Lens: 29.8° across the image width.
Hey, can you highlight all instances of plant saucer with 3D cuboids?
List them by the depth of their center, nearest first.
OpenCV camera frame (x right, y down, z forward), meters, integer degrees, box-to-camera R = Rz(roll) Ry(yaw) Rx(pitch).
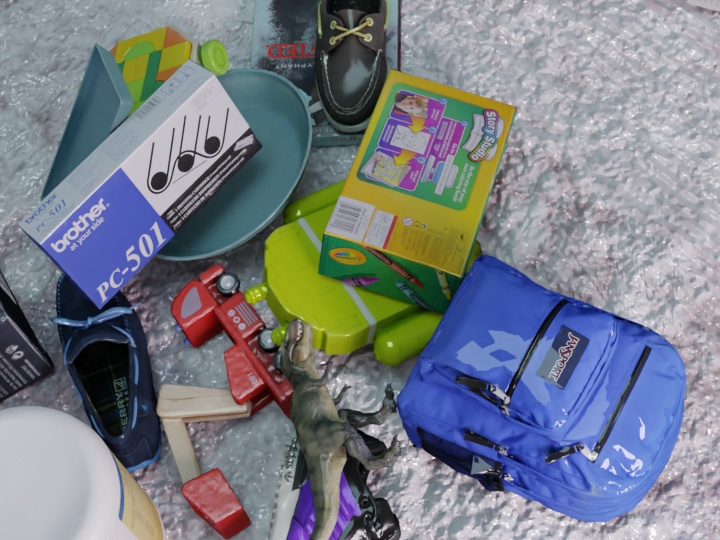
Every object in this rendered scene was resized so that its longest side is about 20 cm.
[{"bbox_3d":[-0.240,-0.102,1.184,0.019,0.200,0.070,-6,55,-35],"label":"plant saucer"},{"bbox_3d":[-0.125,-0.089,1.211,0.199,0.036,0.201,-13,57,21],"label":"plant saucer"}]

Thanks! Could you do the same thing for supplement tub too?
[{"bbox_3d":[-0.227,0.200,1.011,0.144,0.200,0.145,-3,62,6],"label":"supplement tub"}]

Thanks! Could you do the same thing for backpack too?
[{"bbox_3d":[0.144,0.097,1.033,0.199,0.168,0.163,27,76,15],"label":"backpack"}]

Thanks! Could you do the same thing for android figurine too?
[{"bbox_3d":[0.000,0.000,1.149,0.199,0.041,0.182,-27,62,-21],"label":"android figurine"}]

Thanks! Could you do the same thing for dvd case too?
[{"bbox_3d":[-0.033,-0.208,1.289,0.145,0.022,0.201,-1,65,7],"label":"dvd case"}]

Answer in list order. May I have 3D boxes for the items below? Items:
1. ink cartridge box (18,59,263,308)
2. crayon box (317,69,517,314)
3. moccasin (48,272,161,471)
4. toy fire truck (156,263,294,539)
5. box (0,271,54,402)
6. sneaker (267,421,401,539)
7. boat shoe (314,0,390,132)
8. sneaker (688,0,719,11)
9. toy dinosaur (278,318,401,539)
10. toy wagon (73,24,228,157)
[{"bbox_3d":[-0.181,-0.072,1.135,0.200,0.094,0.044,-46,47,-12],"label":"ink cartridge box"},{"bbox_3d":[0.051,-0.070,1.145,0.118,0.058,0.201,18,54,5],"label":"crayon box"},{"bbox_3d":[-0.212,0.070,1.147,0.080,0.068,0.200,-27,61,-6],"label":"moccasin"},{"bbox_3d":[-0.117,0.105,1.128,0.141,0.049,0.200,-35,65,-10],"label":"toy fire truck"},{"bbox_3d":[-0.405,0.042,1.163,0.199,0.118,0.197,-32,64,-7],"label":"box"},{"bbox_3d":[-0.020,0.212,1.050,0.099,0.070,0.201,5,65,8],"label":"sneaker"},{"bbox_3d":[-0.009,-0.225,1.248,0.071,0.061,0.202,-2,64,7],"label":"boat shoe"},{"bbox_3d":[0.391,-0.294,1.258,0.199,0.074,0.082,-7,33,10],"label":"sneaker"},{"bbox_3d":[-0.014,0.127,1.045,0.088,0.048,0.201,-11,55,3],"label":"toy dinosaur"},{"bbox_3d":[-0.200,-0.133,1.229,0.154,0.040,0.201,-13,54,26],"label":"toy wagon"}]
